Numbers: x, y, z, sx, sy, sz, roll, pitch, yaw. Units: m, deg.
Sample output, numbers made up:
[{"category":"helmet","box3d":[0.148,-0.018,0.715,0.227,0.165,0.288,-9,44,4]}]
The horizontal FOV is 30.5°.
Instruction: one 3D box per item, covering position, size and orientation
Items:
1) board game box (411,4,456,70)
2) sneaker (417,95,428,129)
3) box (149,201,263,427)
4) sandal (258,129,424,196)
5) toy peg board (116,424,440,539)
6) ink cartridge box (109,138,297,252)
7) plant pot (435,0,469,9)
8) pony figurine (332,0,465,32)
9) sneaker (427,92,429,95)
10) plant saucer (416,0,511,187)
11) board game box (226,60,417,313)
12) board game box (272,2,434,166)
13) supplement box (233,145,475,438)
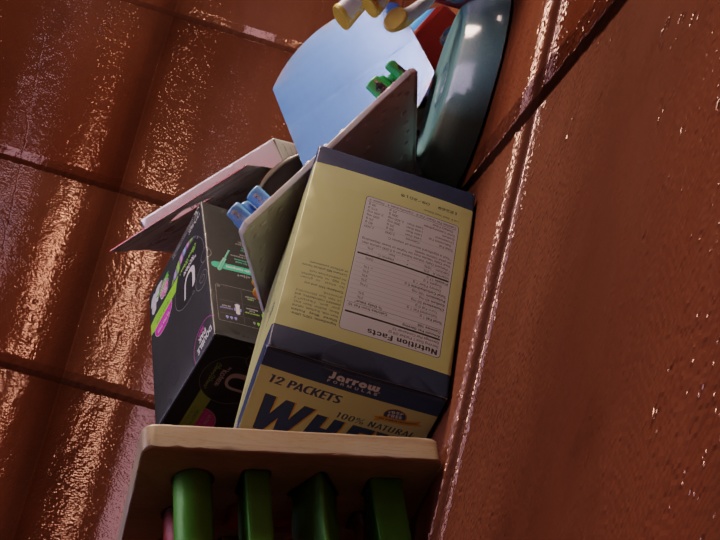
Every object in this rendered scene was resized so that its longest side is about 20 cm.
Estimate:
[{"category":"board game box","box3d":[0.024,-0.196,1.423,0.200,0.040,0.153,-47,10,1]},{"category":"sneaker","box3d":[0.037,-0.133,1.414,0.201,0.079,0.074,-78,4,-52]},{"category":"box","box3d":[-0.129,0.060,1.331,0.149,0.123,0.201,-57,30,32]},{"category":"sandal","box3d":[-0.019,-0.090,1.318,0.055,0.198,0.083,-6,-99,-79]},{"category":"toy peg board","box3d":[-0.061,0.205,0.891,0.200,0.198,0.098,111,158,-45]},{"category":"ink cartridge box","box3d":[-0.163,-0.081,1.465,0.176,0.199,0.045,2,-119,-64]},{"category":"plant pot","box3d":[0.062,-0.385,1.341,0.200,0.177,0.202,-163,90,-85]},{"category":"pony figurine","box3d":[0.064,-0.305,1.141,0.200,0.167,0.193,-39,-19,-13]},{"category":"sneaker","box3d":[0.027,-0.154,1.577,0.070,0.077,0.202,-84,11,-69]},{"category":"plant saucer","box3d":[0.088,-0.164,1.193,0.200,0.036,0.202,-164,90,-84]},{"category":"board game box","box3d":[-0.028,-0.069,1.144,0.200,0.026,0.200,-44,-17,-14]},{"category":"board game box","box3d":[0.000,-0.177,1.317,0.157,0.039,0.201,-34,47,12]},{"category":"supplement box","box3d":[-0.011,0.055,1.035,0.201,0.133,0.201,112,172,-49]}]
